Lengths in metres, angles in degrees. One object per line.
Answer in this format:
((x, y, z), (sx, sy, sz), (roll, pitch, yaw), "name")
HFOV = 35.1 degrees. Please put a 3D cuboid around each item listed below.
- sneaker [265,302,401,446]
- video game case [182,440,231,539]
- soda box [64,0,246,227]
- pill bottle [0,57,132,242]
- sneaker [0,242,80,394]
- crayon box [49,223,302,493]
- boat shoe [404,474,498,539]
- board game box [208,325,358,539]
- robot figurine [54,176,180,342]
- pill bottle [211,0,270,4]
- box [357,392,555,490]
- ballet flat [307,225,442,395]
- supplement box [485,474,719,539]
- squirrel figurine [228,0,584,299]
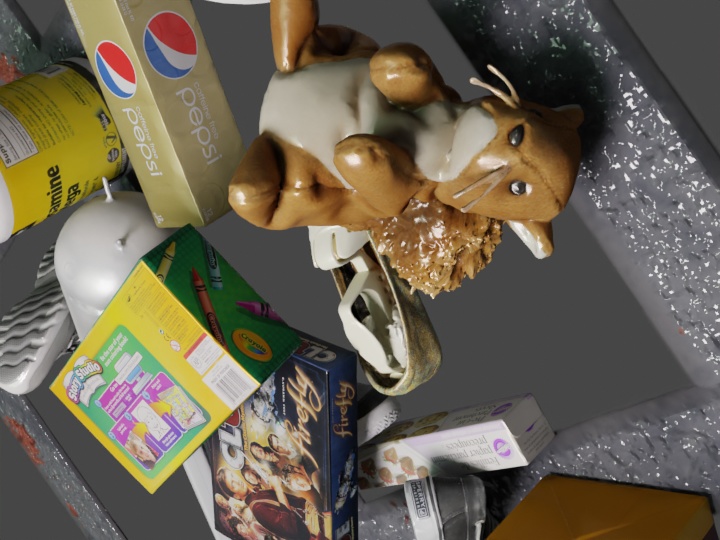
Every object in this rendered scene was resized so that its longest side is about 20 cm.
((-0.059, 0.088, 0.929), (0.199, 0.075, 0.114), (-8, 111, 48), "sneaker")
((-0.135, 0.198, 1.052), (0.182, 0.024, 0.201), (-132, 21, -71), "video game case")
((-0.150, -0.135, 0.866), (0.064, 0.068, 0.201), (0, 117, 44), "soda box")
((-0.289, -0.090, 0.934), (0.112, 0.200, 0.113), (26, 134, 30), "pill bottle")
((-0.268, 0.047, 1.042), (0.074, 0.201, 0.082), (-15, 122, 23), "sneaker")
((-0.143, 0.071, 0.844), (0.119, 0.058, 0.200), (46, 134, 1), "crayon box")
((0.077, 0.209, 0.882), (0.200, 0.068, 0.074), (78, -179, -51), "boat shoe")
((-0.062, 0.138, 0.882), (0.135, 0.035, 0.201), (19, 120, 37), "board game box")
((-0.194, 0.013, 0.965), (0.170, 0.112, 0.201), (53, 159, 32), "robot figurine")
((-0.068, -0.266, 0.652), (0.113, 0.114, 0.201), (25, 132, 31), "pill bottle")
((0.060, 0.134, 0.870), (0.199, 0.041, 0.039), (-22, 101, 51), "box")
((0.000, 0.000, 0.814), (0.070, 0.071, 0.201), (-7, 112, 47), "ballet flat")
((0.154, 0.280, 0.756), (0.132, 0.197, 0.201), (-1, 116, 46), "supplement box")
((0.041, -0.067, 0.688), (0.185, 0.143, 0.200), (8, 163, 14), "squirrel figurine")
